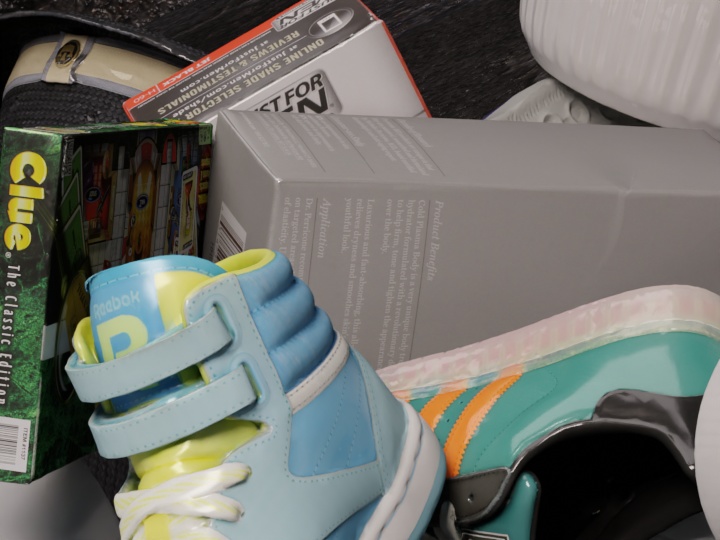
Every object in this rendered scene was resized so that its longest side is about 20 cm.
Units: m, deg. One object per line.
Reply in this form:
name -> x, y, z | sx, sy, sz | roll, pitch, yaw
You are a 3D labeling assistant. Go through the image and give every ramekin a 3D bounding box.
ramekin -> 0.171, -0.136, 1.304 | 0.199, 0.106, 0.200 | 15, 19, -5

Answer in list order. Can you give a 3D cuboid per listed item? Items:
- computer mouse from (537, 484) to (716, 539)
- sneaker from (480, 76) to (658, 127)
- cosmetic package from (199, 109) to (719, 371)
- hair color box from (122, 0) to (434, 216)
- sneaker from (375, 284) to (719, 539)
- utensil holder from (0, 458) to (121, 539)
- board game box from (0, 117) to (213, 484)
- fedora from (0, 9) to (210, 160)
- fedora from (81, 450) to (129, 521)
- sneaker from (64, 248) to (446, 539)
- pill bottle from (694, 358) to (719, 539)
computer mouse -> 0.066, 0.092, 0.934 | 0.199, 0.044, 0.110 | -13, 17, 42
sneaker -> 0.057, -0.032, 1.343 | 0.199, 0.081, 0.146 | -18, -8, -39
cosmetic package -> 0.046, 0.004, 0.973 | 0.199, 0.107, 0.090 | 2, 20, -21
hair color box -> 0.000, 0.000, 1.037 | 0.101, 0.201, 0.061 | -29, 27, -3
sneaker -> 0.037, 0.074, 0.869 | 0.199, 0.071, 0.080 | -26, 34, 26
utensil holder -> -0.173, 0.138, 0.816 | 0.169, 0.171, 0.200 | -20, 11, 22
board game box -> -0.083, 0.004, 0.868 | 0.023, 0.105, 0.200 | 9, 6, 9
fedora -> -0.095, -0.024, 1.113 | 0.200, 0.200, 0.092 | -5, 53, 56
fedora -> -0.145, 0.093, 0.993 | 0.200, 0.092, 0.201 | -24, 47, 27
sneaker -> -0.054, 0.074, 0.767 | 0.079, 0.131, 0.200 | -17, 30, 32
pill bottle -> 0.187, 0.052, 0.722 | 0.109, 0.110, 0.200 | -33, 15, -27
